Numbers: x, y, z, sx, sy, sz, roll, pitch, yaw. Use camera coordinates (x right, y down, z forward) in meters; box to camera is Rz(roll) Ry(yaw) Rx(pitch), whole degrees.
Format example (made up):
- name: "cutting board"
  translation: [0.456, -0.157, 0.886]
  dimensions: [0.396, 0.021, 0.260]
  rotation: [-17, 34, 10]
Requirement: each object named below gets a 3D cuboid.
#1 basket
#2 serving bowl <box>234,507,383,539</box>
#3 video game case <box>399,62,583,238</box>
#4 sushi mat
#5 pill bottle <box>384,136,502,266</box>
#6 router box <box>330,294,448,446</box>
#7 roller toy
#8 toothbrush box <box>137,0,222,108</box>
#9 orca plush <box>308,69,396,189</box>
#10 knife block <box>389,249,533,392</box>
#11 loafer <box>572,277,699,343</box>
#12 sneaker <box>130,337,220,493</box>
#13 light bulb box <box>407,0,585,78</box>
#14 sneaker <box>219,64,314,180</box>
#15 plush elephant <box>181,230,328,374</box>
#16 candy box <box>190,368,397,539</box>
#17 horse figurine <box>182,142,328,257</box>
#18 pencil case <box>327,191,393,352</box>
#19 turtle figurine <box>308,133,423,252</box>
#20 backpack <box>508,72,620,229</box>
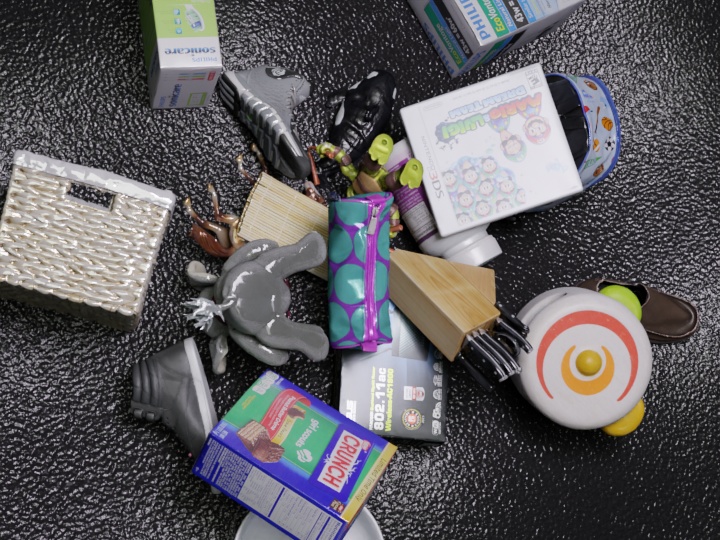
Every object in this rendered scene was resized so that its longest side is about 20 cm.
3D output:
- name: "basket"
  translation: [-0.347, -0.030, 1.446]
  dimensions: [0.197, 0.200, 0.161]
  rotation: [16, 79, -10]
- name: "serving bowl"
  translation: [-0.070, 0.372, 1.487]
  dimensions: [0.199, 0.066, 0.201]
  rotation: [3, 76, -13]
- name: "video game case"
  translation: [0.173, -0.160, 1.557]
  dimensions: [0.199, 0.024, 0.183]
  rotation: [-18, 85, 1]
- name: "sushi mat"
  translation: [-0.070, -0.049, 1.585]
  dimensions: [0.200, 0.012, 0.096]
  rotation: [27, 73, -26]
- name: "pill bottle"
  translation: [0.112, -0.090, 1.622]
  dimensions: [0.112, 0.112, 0.200]
  rotation: [-29, 86, -19]
- name: "router box"
  translation: [0.040, 0.132, 1.575]
  dimensions: [0.149, 0.062, 0.201]
  rotation: [5, 75, -12]
- name: "roller toy"
  translation: [0.294, 0.120, 1.583]
  dimensions: [0.182, 0.140, 0.201]
  rotation: [3, 94, -3]
- name: "toothbrush box"
  translation: [-0.247, -0.336, 1.569]
  dimensions: [0.086, 0.146, 0.201]
  rotation: [-4, 77, -16]
- name: "orca plush"
  translation: [-0.010, -0.212, 1.641]
  dimensions: [0.200, 0.071, 0.105]
  rotation: [-41, 89, -20]
- name: "knife block"
  translation: [0.120, 0.071, 1.512]
  dimensions: [0.199, 0.064, 0.176]
  rotation: [13, 45, -7]
- name: "loafer"
  translation: [0.404, 0.057, 1.685]
  dimensions: [0.199, 0.071, 0.073]
  rotation: [11, 74, -12]
- name: "sneaker"
  translation: [-0.236, 0.194, 1.491]
  dimensions: [0.099, 0.071, 0.201]
  rotation: [-15, 87, -3]
- name: "light bulb box"
  translation: [0.186, -0.422, 1.715]
  dimensions: [0.200, 0.125, 0.199]
  rotation: [-28, 85, -20]
- name: "sneaker"
  translation: [-0.097, -0.217, 1.601]
  dimensions: [0.115, 0.075, 0.200]
  rotation: [-26, 65, -27]
- name: "plush elephant"
  translation: [-0.150, 0.046, 1.509]
  dimensions: [0.199, 0.155, 0.165]
  rotation: [-7, 88, -24]
- name: "candy box"
  translation: [-0.078, 0.234, 1.441]
  dimensions: [0.200, 0.077, 0.169]
  rotation: [32, 32, 6]
- name: "horse figurine"
  translation: [-0.151, -0.080, 1.578]
  dimensions: [0.200, 0.050, 0.133]
  rotation: [-44, 104, -28]
- name: "pencil case"
  translation: [0.000, 0.000, 1.494]
  dimensions: [0.085, 0.092, 0.201]
  rotation: [-2, 93, -21]
- name: "turtle figurine"
  translation: [0.024, -0.114, 1.566]
  dimensions: [0.064, 0.161, 0.200]
  rotation: [-41, 94, -29]
- name: "backpack"
  translation: [0.277, -0.184, 1.648]
  dimensions: [0.154, 0.190, 0.201]
  rotation: [-11, 80, -33]
